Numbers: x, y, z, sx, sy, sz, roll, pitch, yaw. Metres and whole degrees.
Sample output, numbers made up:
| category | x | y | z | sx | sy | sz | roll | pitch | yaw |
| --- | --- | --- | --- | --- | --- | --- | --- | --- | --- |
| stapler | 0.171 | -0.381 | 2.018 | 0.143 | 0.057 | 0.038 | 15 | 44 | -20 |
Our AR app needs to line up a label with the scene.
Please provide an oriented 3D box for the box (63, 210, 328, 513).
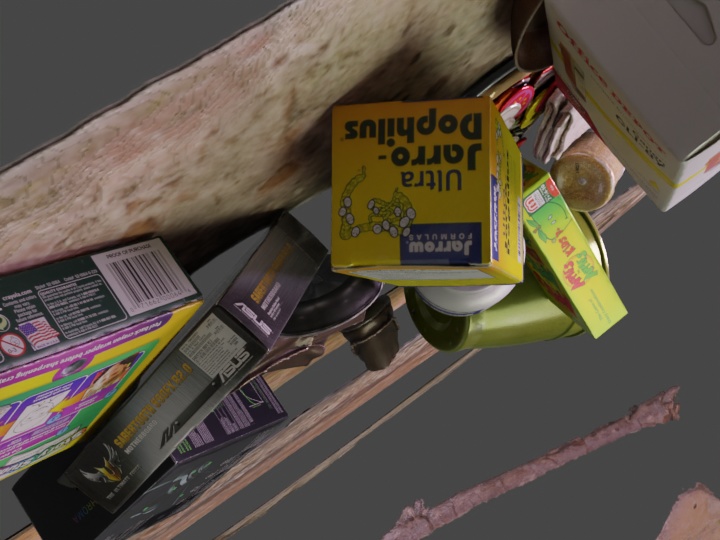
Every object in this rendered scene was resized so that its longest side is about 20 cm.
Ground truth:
| category | x | y | z | sx | sy | sz | roll | pitch | yaw |
| --- | --- | --- | --- | --- | --- | --- | --- | --- | --- |
| box | -0.117 | 0.064 | 0.693 | 0.200 | 0.048 | 0.159 | -45 | -170 | 27 |

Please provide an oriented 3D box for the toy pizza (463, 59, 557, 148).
| category | x | y | z | sx | sy | sz | roll | pitch | yaw |
| --- | --- | --- | --- | --- | --- | --- | --- | --- | --- |
| toy pizza | 0.122 | -0.127 | 0.858 | 0.199 | 0.032 | 0.200 | -36 | 167 | -9 |

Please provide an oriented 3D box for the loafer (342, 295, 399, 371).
| category | x | y | z | sx | sy | sz | roll | pitch | yaw |
| --- | --- | --- | --- | --- | --- | --- | --- | --- | --- |
| loafer | 0.023 | 0.083 | 1.169 | 0.073 | 0.071 | 0.200 | -31 | 169 | 1 |

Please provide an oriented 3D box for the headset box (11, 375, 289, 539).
| category | x | y | z | sx | sy | sz | roll | pitch | yaw |
| --- | --- | --- | --- | --- | --- | --- | --- | --- | --- |
| headset box | -0.193 | 0.168 | 0.869 | 0.174 | 0.093 | 0.200 | -43 | 166 | 23 |

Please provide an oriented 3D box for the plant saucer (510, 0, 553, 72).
| category | x | y | z | sx | sy | sz | roll | pitch | yaw |
| --- | --- | --- | --- | --- | --- | --- | --- | --- | --- |
| plant saucer | 0.179 | -0.225 | 0.673 | 0.200 | 0.035 | 0.200 | -37 | 167 | -10 |

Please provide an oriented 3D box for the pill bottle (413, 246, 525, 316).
| category | x | y | z | sx | sy | sz | roll | pitch | yaw |
| --- | --- | --- | --- | --- | --- | --- | --- | --- | --- |
| pill bottle | 0.104 | -0.016 | 0.950 | 0.119 | 0.120 | 0.200 | -38 | 174 | 0 |

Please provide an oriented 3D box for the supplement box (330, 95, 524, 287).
| category | x | y | z | sx | sy | sz | roll | pitch | yaw |
| --- | --- | --- | --- | --- | --- | --- | --- | --- | --- |
| supplement box | 0.057 | -0.048 | 0.689 | 0.108 | 0.111 | 0.200 | -1 | 176 | 15 |

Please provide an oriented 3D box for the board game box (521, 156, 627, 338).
| category | x | y | z | sx | sy | sz | roll | pitch | yaw |
| --- | --- | --- | --- | --- | --- | --- | --- | --- | --- |
| board game box | 0.199 | -0.029 | 0.993 | 0.047 | 0.201 | 0.102 | -37 | -151 | -1 |

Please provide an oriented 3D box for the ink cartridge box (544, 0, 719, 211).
| category | x | y | z | sx | sy | sz | roll | pitch | yaw |
| --- | --- | --- | --- | --- | --- | --- | --- | --- | --- |
| ink cartridge box | 0.207 | -0.134 | 0.667 | 0.083 | 0.146 | 0.200 | -38 | 167 | 8 |

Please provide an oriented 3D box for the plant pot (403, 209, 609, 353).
| category | x | y | z | sx | sy | sz | roll | pitch | yaw |
| --- | --- | --- | --- | --- | --- | --- | --- | --- | --- |
| plant pot | 0.163 | 0.011 | 1.147 | 0.191 | 0.202 | 0.201 | -17 | 158 | -30 |

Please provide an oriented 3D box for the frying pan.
| category | x | y | z | sx | sy | sz | roll | pitch | yaw |
| --- | --- | --- | --- | --- | --- | --- | --- | --- | --- |
| frying pan | -0.001 | 0.009 | 0.805 | 0.188 | 0.031 | 0.115 | -16 | -153 | 9 |

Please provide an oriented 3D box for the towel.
| category | x | y | z | sx | sy | sz | roll | pitch | yaw |
| --- | --- | --- | --- | --- | --- | --- | --- | --- | --- |
| towel | 0.236 | -0.191 | 0.875 | 0.200 | 0.034 | 0.133 | -49 | 169 | -7 |

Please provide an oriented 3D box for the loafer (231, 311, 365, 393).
| category | x | y | z | sx | sy | sz | roll | pitch | yaw |
| --- | --- | --- | --- | --- | --- | --- | --- | --- | --- |
| loafer | -0.063 | 0.063 | 0.858 | 0.199 | 0.072 | 0.073 | -33 | -155 | -26 |

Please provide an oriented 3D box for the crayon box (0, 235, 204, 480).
| category | x | y | z | sx | sy | sz | roll | pitch | yaw |
| --- | --- | --- | --- | --- | --- | --- | --- | --- | --- |
| crayon box | -0.213 | 0.070 | 0.554 | 0.173 | 0.058 | 0.199 | -45 | 167 | 33 |

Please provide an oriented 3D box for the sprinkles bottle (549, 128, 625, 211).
| category | x | y | z | sx | sy | sz | roll | pitch | yaw |
| --- | --- | --- | --- | --- | --- | --- | --- | --- | --- |
| sprinkles bottle | 0.260 | -0.137 | 1.000 | 0.068 | 0.068 | 0.200 | -50 | -179 | 42 |
